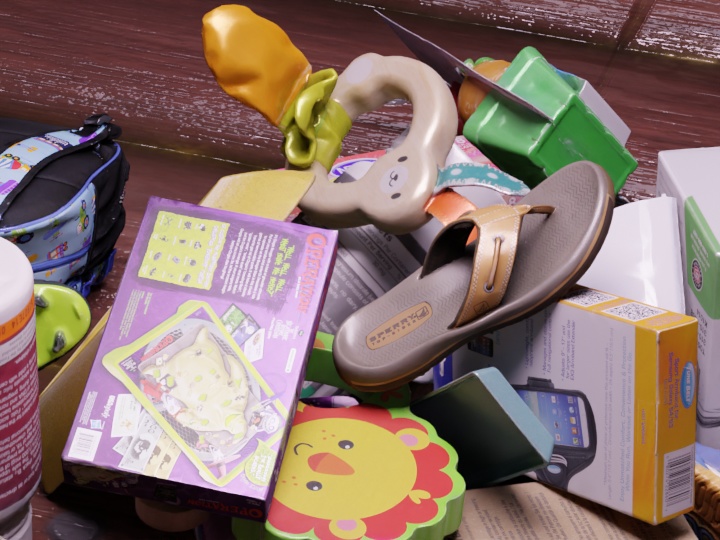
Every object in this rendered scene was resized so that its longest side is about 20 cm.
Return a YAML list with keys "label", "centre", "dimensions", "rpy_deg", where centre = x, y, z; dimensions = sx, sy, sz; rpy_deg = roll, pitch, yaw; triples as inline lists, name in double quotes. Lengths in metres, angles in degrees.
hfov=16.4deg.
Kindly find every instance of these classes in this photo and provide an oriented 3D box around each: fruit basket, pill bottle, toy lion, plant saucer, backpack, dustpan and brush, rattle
- label: "fruit basket"
  centre: [0.118, -0.125, 1.936]
  dimensions: [0.094, 0.185, 0.200]
  rpy_deg: [-48, 42, 1]
- label: "pill bottle"
  centre: [-0.249, 0.087, 1.501]
  dimensions: [0.113, 0.201, 0.114]
  rpy_deg: [1, 30, -1]
- label: "toy lion"
  centre: [-0.026, 0.106, 1.476]
  dimensions: [0.190, 0.069, 0.200]
  rpy_deg: [13, 34, 13]
- label: "plant saucer"
  centre: [0.061, 0.101, 1.519]
  dimensions: [0.019, 0.070, 0.200]
  rpy_deg: [-40, 2, -23]
- label: "backpack"
  centre: [-0.269, -0.030, 1.746]
  dimensions: [0.181, 0.136, 0.200]
  rpy_deg: [8, 22, 8]
- label: "pill bottle"
  centre: [0.000, 0.000, 1.668]
  dimensions: [0.200, 0.113, 0.113]
  rpy_deg: [-43, 41, -4]
- label: "plant saucer"
  centre: [-0.130, 0.028, 1.582]
  dimensions: [0.048, 0.200, 0.200]
  rpy_deg: [40, 54, -5]
- label: "dustpan and brush"
  centre: [0.116, 0.039, 1.590]
  dimensions: [0.198, 0.057, 0.141]
  rpy_deg: [-11, 59, 18]
- label: "rattle"
  centre: [0.005, -0.093, 1.561]
  dimensions: [0.130, 0.143, 0.200]
  rpy_deg: [-30, 38, -9]

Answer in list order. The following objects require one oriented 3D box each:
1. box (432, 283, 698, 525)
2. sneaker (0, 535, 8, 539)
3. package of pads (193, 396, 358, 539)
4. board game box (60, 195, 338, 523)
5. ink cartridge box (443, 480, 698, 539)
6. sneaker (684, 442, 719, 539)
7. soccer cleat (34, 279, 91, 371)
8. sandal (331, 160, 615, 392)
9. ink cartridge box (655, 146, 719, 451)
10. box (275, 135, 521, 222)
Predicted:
- label: "box"
  centre: [0.119, 0.067, 1.504]
  dimensions: [0.041, 0.120, 0.199]
  rpy_deg: [-13, 21, -36]
- label: "sneaker"
  centre: [-0.160, 0.201, 1.434]
  dimensions: [0.199, 0.076, 0.070]
  rpy_deg: [16, 32, 23]
- label: "package of pads"
  centre: [-0.040, 0.157, 1.518]
  dimensions: [0.119, 0.076, 0.200]
  rpy_deg: [-3, 30, -8]
- label: "board game box"
  centre: [-0.090, 0.048, 1.445]
  dimensions: [0.119, 0.032, 0.201]
  rpy_deg: [9, 50, 8]
- label: "ink cartridge box"
  centre: [0.126, 0.205, 1.446]
  dimensions: [0.163, 0.076, 0.200]
  rpy_deg: [-6, 30, -12]
- label: "sneaker"
  centre: [0.259, 0.151, 1.546]
  dimensions: [0.199, 0.076, 0.088]
  rpy_deg: [29, 46, 19]
- label: "soccer cleat"
  centre: [-0.267, 0.045, 1.656]
  dimensions: [0.199, 0.068, 0.081]
  rpy_deg: [-19, 18, 14]
- label: "sandal"
  centre: [0.063, -0.003, 1.480]
  dimensions: [0.199, 0.055, 0.082]
  rpy_deg: [-30, 41, 5]
- label: "ink cartridge box"
  centre: [0.241, 0.041, 1.614]
  dimensions: [0.084, 0.201, 0.146]
  rpy_deg: [-3, 29, -8]
- label: "box"
  centre: [0.008, -0.022, 1.811]
  dimensions: [0.199, 0.095, 0.103]
  rpy_deg: [-11, 32, -22]
